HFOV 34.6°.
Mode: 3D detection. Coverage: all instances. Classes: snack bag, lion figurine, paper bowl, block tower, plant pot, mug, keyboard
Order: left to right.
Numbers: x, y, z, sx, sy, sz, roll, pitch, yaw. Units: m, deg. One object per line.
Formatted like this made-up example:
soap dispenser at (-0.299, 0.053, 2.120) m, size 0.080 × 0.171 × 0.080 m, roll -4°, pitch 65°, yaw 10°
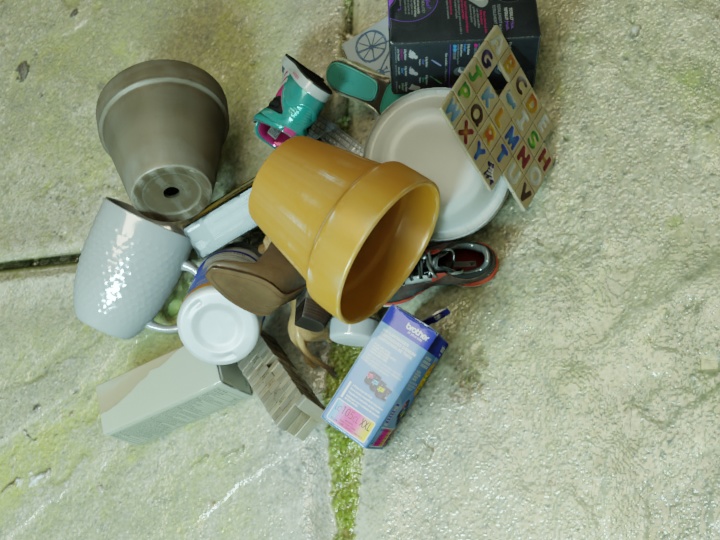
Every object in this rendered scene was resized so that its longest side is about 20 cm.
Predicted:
mug at (-0.320, 0.014, 1.696) m, size 0.198 × 0.148 × 0.177 m, roll 25°, pitch 92°, yaw -1°
plant pot at (-0.281, -0.171, 1.675) m, size 0.198 × 0.200 × 0.175 m, roll -25°, pitch 51°, yaw 15°
block tower at (-0.112, 0.150, 1.552) m, size 0.058 × 0.054 × 0.200 m, roll -50°, pitch 37°, yaw 3°
lion figurine at (-0.077, 0.042, 1.573) m, size 0.072 × 0.122 × 0.202 m, roll -23°, pitch 65°, yaw 16°
keyboard at (-0.047, -0.186, 1.700) m, size 0.200 × 0.011 × 0.056 m, roll 40°, pitch 92°, yaw 30°
plant pot at (-0.032, -0.068, 1.420) m, size 0.182 × 0.200 × 0.201 m, roll 34°, pitch 89°, yaw 21°
snack bag at (0.085, -0.310, 1.674) m, size 0.199 × 0.021 × 0.190 m, roll -31°, pitch 63°, yaw 13°
paper bowl at (0.101, -0.139, 1.516) m, size 0.198 × 0.104 × 0.203 m, roll 0°, pitch 91°, yaw 10°

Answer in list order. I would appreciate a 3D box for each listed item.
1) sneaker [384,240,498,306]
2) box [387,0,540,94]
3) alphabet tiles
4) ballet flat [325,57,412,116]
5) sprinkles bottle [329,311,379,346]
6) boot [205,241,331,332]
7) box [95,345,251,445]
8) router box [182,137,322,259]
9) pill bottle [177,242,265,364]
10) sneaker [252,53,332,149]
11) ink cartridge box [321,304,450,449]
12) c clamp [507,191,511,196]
sneaker at (0.082, -0.007, 1.510) m, size 0.198 × 0.082 × 0.078 m, roll -13°, pitch 79°, yaw 1°
box at (0.136, -0.320, 1.560) m, size 0.197 × 0.106 × 0.123 m, roll -2°, pitch 59°, yaw 2°
alphabet tiles at (0.185, -0.182, 1.476) m, size 0.007 × 0.201 × 0.168 m, roll -4°, pitch 42°, yaw 44°
ballet flat at (0.040, -0.248, 1.626) m, size 0.199 × 0.062 × 0.068 m, roll 35°, pitch 115°, yaw 20°
sprinkles bottle at (0.000, 0.000, 1.583) m, size 0.067 × 0.068 × 0.202 m, roll -2°, pitch 72°, yaw 24°
boot at (-0.101, -0.012, 1.495) m, size 0.070 × 0.199 × 0.148 m, roll -32°, pitch 39°, yaw 43°
box at (-0.264, 0.171, 1.635) m, size 0.198 × 0.095 × 0.078 m, roll -24°, pitch 64°, yaw 14°
router box at (-0.138, -0.104, 1.628) m, size 0.199 × 0.157 × 0.053 m, roll -29°, pitch 100°, yaw 15°
pill bottle at (-0.179, 0.036, 1.579) m, size 0.111 × 0.200 × 0.113 m, roll 1°, pitch 112°, yaw 2°
sneaker at (-0.103, -0.236, 1.672) m, size 0.121 × 0.083 × 0.200 m, roll -54°, pitch 18°, yaw 10°
ink cartridge box at (0.043, 0.125, 1.477) m, size 0.076 × 0.136 × 0.201 m, roll 31°, pitch 88°, yaw 13°
c clamp at (0.119, -0.140, 1.594) m, size 0.199 × 0.027 × 0.172 m, roll -28°, pitch 68°, yaw 13°
